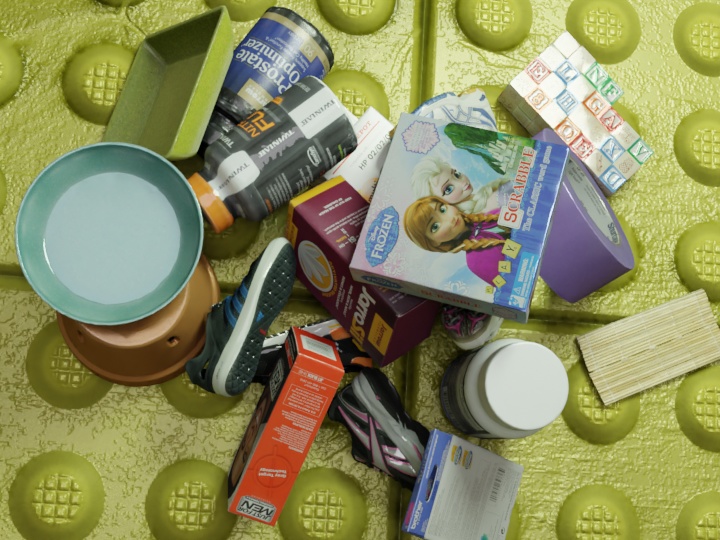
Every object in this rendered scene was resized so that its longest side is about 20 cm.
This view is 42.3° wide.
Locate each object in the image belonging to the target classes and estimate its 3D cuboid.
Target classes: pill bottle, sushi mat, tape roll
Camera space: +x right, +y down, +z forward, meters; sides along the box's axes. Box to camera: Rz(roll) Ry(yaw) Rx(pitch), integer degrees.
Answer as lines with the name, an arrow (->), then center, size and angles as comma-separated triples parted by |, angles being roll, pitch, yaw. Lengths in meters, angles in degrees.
pill bottle -> -0.108, -0.129, 1.082 | 0.199, 0.106, 0.107 | -38, 86, -11
pill bottle -> 0.167, 0.141, 1.095 | 0.112, 0.200, 0.115 | 1, 80, -7
pill bottle -> -0.130, -0.222, 1.169 | 0.111, 0.112, 0.201 | 35, 77, 0
sushi mat -> 0.387, 0.100, 1.228 | 0.198, 0.012, 0.097 | -19, 84, -10
tape roll -> 0.247, -0.068, 1.141 | 0.085, 0.200, 0.201 | -34, 85, 23

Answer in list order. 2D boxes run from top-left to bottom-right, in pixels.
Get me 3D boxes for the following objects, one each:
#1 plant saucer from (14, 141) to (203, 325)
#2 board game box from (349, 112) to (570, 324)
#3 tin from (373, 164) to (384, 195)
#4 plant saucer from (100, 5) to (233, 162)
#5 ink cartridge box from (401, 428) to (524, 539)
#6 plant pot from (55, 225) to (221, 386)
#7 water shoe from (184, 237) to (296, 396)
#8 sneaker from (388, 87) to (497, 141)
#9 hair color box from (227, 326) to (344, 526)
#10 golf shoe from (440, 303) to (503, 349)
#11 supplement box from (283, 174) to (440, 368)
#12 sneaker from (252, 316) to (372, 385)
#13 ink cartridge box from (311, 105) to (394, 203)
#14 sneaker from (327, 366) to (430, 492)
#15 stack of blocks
plant saucer -> -0.270, -0.038, 1.013 | 0.197, 0.036, 0.203 | 1, 78, -7
board game box -> 0.111, -0.062, 1.023 | 0.197, 0.041, 0.202 | 13, 70, 14
tin -> 0.101, -0.058, 1.099 | 0.200, 0.042, 0.112 | 42, 46, 19
plant saucer -> -0.232, -0.206, 1.131 | 0.048, 0.199, 0.202 | 29, 71, -38
ink cartridge box -> 0.115, 0.263, 1.089 | 0.199, 0.042, 0.121 | 32, 71, -47
plant pot -> -0.263, 0.030, 1.091 | 0.197, 0.140, 0.203 | 2, 79, -8
water shoe -> -0.142, 0.045, 1.083 | 0.078, 0.072, 0.202 | 12, 66, 25
sneaker -> 0.117, -0.173, 1.174 | 0.199, 0.075, 0.089 | -25, 86, -46
hair color box -> -0.089, 0.177, 1.069 | 0.061, 0.102, 0.202 | 21, 100, -13
golf shoe -> 0.147, 0.051, 1.119 | 0.072, 0.200, 0.093 | -17, 108, 18
supplement box -> 0.000, 0.000, 1.108 | 0.085, 0.111, 0.200 | -30, 64, -31
sneaker -> -0.078, 0.120, 1.133 | 0.198, 0.070, 0.091 | -18, 79, -12
ink cartridge box -> 0.017, -0.123, 1.192 | 0.200, 0.068, 0.115 | 41, 77, 1
sneaker -> 0.035, 0.216, 1.139 | 0.086, 0.080, 0.201 | -33, 93, 19
stack of blocks -> 0.297, -0.205, 1.250 | 0.115, 0.059, 0.200 | -42, 87, -13
